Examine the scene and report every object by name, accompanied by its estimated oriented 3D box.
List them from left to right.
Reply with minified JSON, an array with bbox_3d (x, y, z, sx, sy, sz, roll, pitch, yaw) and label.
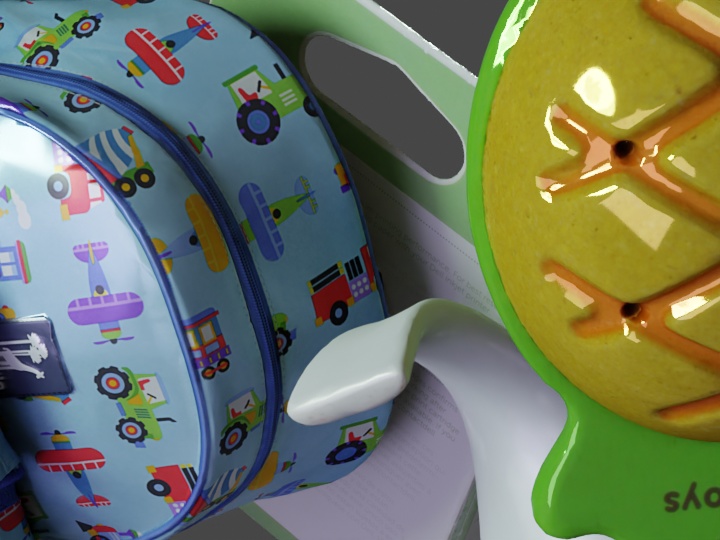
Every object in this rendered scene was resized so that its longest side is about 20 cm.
[{"bbox_3d":[-0.096,0.010,0.744,0.199,0.134,0.184,2,115,37],"label":"backpack"},{"bbox_3d":[0.000,0.000,0.780,0.145,0.048,0.201,38,129,23],"label":"ink cartridge box"},{"bbox_3d":[0.059,0.076,0.723,0.099,0.061,0.200,-20,127,32],"label":"spoon rest"},{"bbox_3d":[0.096,-0.006,0.639,0.136,0.107,0.201,-5,112,1],"label":"maraca"}]
